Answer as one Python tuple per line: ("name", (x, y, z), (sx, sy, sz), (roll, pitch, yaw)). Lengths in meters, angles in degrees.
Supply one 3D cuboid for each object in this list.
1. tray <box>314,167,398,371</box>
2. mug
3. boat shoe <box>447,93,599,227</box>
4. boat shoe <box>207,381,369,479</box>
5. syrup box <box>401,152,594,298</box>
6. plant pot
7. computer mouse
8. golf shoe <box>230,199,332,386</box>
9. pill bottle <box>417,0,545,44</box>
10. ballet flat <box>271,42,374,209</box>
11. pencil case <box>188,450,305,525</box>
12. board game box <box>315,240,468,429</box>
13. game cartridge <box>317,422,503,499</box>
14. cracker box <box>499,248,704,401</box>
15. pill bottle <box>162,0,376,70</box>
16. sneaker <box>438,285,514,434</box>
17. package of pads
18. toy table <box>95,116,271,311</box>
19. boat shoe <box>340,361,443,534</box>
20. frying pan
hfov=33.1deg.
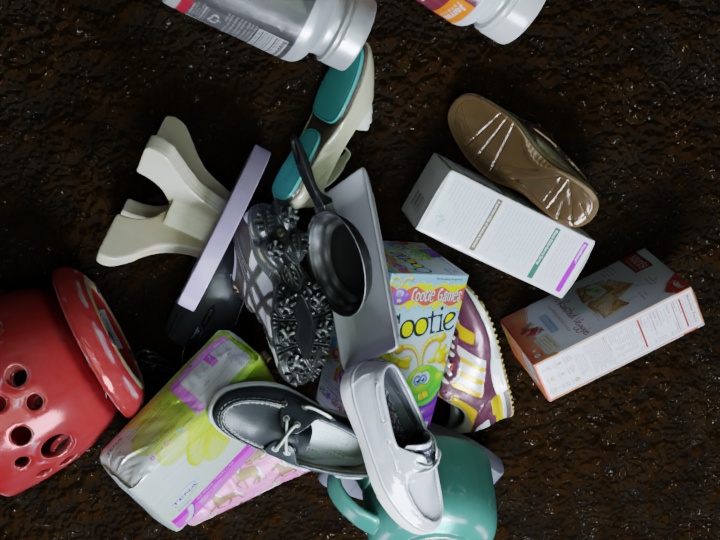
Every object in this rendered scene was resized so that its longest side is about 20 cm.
("tray", (0.000, 0.000, 1.303), (0.022, 0.107, 0.200), (0, 72, -35))
("mug", (0.064, 0.280, 1.390), (0.185, 0.114, 0.152), (-10, 138, 6))
("boat shoe", (0.185, -0.130, 1.357), (0.200, 0.072, 0.072), (36, 119, 0))
("boat shoe", (-0.063, 0.170, 1.271), (0.200, 0.060, 0.076), (15, 103, -28))
("syrup box", (0.156, -0.050, 1.373), (0.200, 0.079, 0.081), (25, 103, -19))
("plant pot", (-0.336, 0.111, 1.274), (0.182, 0.200, 0.201), (-26, 113, -5))
("computer mouse", (-0.154, 0.066, 1.373), (0.140, 0.046, 0.200), (28, 103, -19))
("golf shoe", (-0.090, 0.028, 1.308), (0.078, 0.094, 0.200), (-6, 83, -39))
("pill bottle", (0.090, -0.323, 1.237), (0.200, 0.114, 0.114), (28, 103, -19))
("ballet flat", (-0.028, -0.152, 1.313), (0.069, 0.069, 0.200), (26, 105, -19))
("pencil case", (-0.130, 0.224, 1.421), (0.200, 0.087, 0.083), (-24, 83, -2))
("board game box", (0.033, 0.077, 1.372), (0.103, 0.105, 0.200), (1, 112, -30))
("game cartridge", (0.065, 0.239, 1.466), (0.200, 0.041, 0.133), (21, 122, -18))
("cracker box", (0.277, 0.059, 1.409), (0.200, 0.134, 0.058), (-26, 113, -1))
("pill bottle", (-0.090, -0.279, 1.220), (0.200, 0.111, 0.111), (22, 105, -18))
("sneaker", (0.116, 0.106, 1.427), (0.090, 0.075, 0.200), (-23, 112, -7))
("package of pads", (-0.174, 0.175, 1.315), (0.200, 0.068, 0.155), (-47, 151, -14))
("toy table", (-0.184, -0.066, 1.260), (0.117, 0.200, 0.184), (26, 137, -9))
("boat shoe", (0.048, 0.184, 1.267), (0.072, 0.068, 0.200), (-24, 97, -43))
("frying pan", (-0.038, -0.040, 1.285), (0.031, 0.190, 0.115), (-16, 157, -30))
